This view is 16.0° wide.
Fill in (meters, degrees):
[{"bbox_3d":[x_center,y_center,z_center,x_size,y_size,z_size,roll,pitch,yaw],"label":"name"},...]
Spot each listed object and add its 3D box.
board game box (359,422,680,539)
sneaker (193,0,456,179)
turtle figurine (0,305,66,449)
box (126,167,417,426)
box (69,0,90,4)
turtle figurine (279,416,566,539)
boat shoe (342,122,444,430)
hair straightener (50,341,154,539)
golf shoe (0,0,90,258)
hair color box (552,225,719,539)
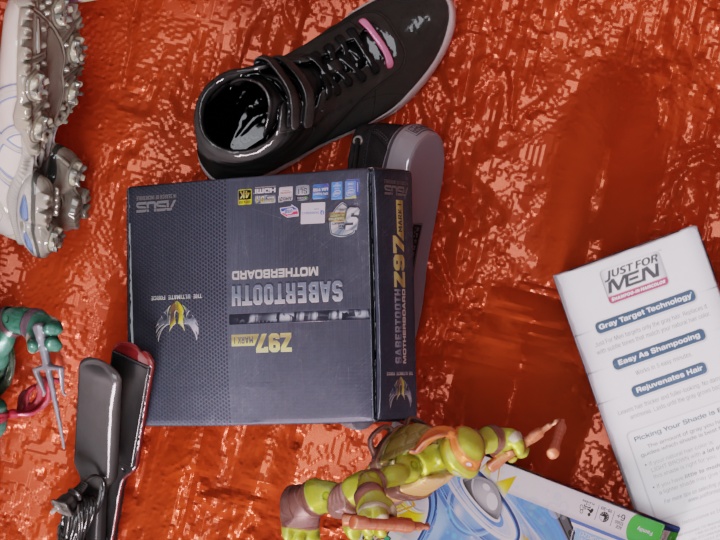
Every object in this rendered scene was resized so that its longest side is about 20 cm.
[{"bbox_3d":[0.088,0.192,1.621,0.199,0.034,0.136,19,90,27],"label":"board game box"},{"bbox_3d":[-0.024,-0.122,1.646,0.199,0.099,0.071,-33,83,3],"label":"sneaker"},{"bbox_3d":[-0.271,0.043,1.665,0.149,0.101,0.201,-24,86,-4],"label":"turtle figurine"},{"bbox_3d":[-0.059,0.019,1.628,0.199,0.051,0.159,-2,88,34],"label":"box"},{"bbox_3d":[-0.140,-0.274,1.639,0.199,0.097,0.177,-9,107,5],"label":"box"},{"bbox_3d":[0.020,0.127,1.556,0.161,0.200,0.065,-28,88,44],"label":"turtle figurine"},{"bbox_3d":[0.000,0.000,1.659,0.066,0.070,0.201,13,96,29],"label":"boat shoe"},{"bbox_3d":[-0.182,0.145,1.646,0.041,0.077,0.201,27,116,26],"label":"hair straightener"},{"bbox_3d":[-0.230,-0.103,1.644,0.097,0.078,0.201,18,125,18],"label":"golf shoe"},{"bbox_3d":[0.202,0.082,1.633,0.099,0.061,0.201,-19,86,7],"label":"hair color box"}]
